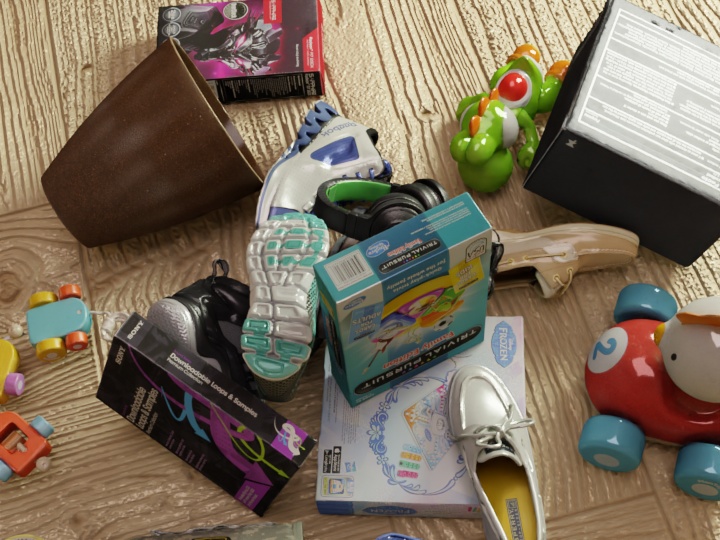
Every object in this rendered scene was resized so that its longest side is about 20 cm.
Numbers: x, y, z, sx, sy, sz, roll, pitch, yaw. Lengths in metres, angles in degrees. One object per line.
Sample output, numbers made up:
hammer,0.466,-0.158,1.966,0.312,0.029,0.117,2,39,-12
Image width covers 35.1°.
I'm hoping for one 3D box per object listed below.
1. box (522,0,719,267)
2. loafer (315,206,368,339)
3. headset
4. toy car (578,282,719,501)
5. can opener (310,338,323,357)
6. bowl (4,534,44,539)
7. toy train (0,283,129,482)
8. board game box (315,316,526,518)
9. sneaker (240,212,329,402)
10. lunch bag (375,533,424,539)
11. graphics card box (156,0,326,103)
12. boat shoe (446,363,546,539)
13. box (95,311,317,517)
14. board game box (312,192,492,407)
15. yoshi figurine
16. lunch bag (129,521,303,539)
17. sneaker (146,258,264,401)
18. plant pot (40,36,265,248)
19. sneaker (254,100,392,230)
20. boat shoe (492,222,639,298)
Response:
box,0.301,-0.144,1.186,0.199,0.123,0.199,26,58,-1
loafer,0.000,0.000,1.154,0.063,0.072,0.200,12,37,8
headset,0.047,-0.037,1.145,0.199,0.094,0.123,18,24,18
toy car,0.301,0.078,1.041,0.176,0.200,0.185,15,61,13
can opener,-0.127,0.097,1.143,0.200,0.053,0.067,-35,62,-15
bowl,-0.268,0.334,0.970,0.200,0.094,0.202,-19,59,35
toy train,-0.319,0.113,1.149,0.150,0.056,0.200,31,69,19
board game box,0.062,0.139,1.111,0.198,0.043,0.201,1,59,5
sneaker,-0.072,0.034,1.051,0.077,0.091,0.201,7,51,4
lunch bag,0.041,0.330,0.948,0.135,0.132,0.201,13,60,11
graphics card box,-0.143,-0.263,1.359,0.199,0.051,0.126,-4,60,2
boat shoe,0.122,0.165,1.017,0.074,0.086,0.203,-8,60,-2
box,-0.147,0.135,1.037,0.200,0.143,0.036,36,55,3
board game box,0.042,0.033,1.034,0.151,0.200,0.047,-25,59,-11
yoshi figurine,0.161,-0.160,1.270,0.112,0.112,0.200,54,53,-14
lunch bag,-0.124,0.310,0.983,0.163,0.118,0.201,-6,53,-2
sneaker,-0.112,0.086,1.090,0.075,0.200,0.114,-4,33,48
plant pot,-0.233,-0.117,1.218,0.200,0.187,0.187,-32,62,2
sneaker,-0.030,-0.095,1.234,0.115,0.081,0.200,17,60,15
boat shoe,0.189,-0.004,1.177,0.199,0.074,0.069,-3,67,7
